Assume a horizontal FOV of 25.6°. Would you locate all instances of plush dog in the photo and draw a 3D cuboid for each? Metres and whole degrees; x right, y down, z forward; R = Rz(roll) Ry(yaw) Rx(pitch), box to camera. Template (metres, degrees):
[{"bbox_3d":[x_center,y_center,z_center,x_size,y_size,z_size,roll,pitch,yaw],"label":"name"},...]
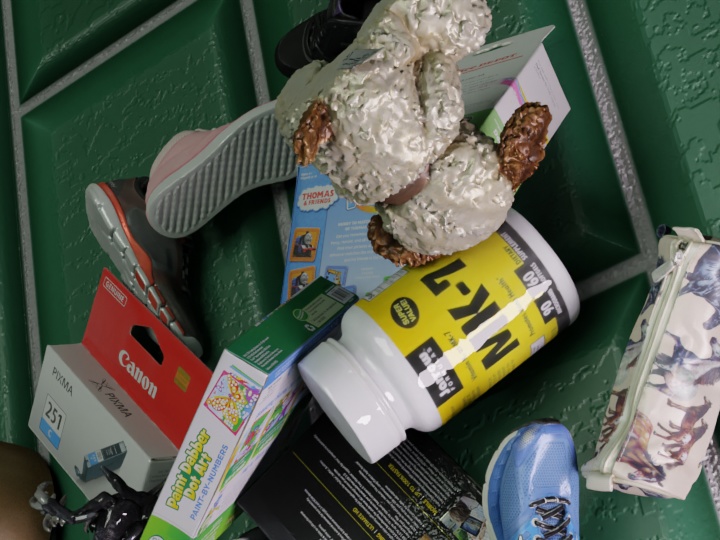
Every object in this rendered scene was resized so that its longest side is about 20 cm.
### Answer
[{"bbox_3d":[0.037,-0.084,1.128,0.200,0.172,0.161,-37,21,37],"label":"plush dog"}]

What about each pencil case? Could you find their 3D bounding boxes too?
[{"bbox_3d":[0.221,0.070,1.131,0.078,0.089,0.201,12,82,56],"label":"pencil case"}]

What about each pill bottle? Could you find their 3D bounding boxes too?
[{"bbox_3d":[0.058,0.049,1.206,0.200,0.114,0.114,-37,50,-10],"label":"pill bottle"}]

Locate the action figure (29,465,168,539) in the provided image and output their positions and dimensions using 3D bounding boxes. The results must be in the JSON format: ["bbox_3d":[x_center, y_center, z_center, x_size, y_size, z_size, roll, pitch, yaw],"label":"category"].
[{"bbox_3d":[-0.242,0.236,1.363,0.200,0.119,0.102,-35,27,-14],"label":"action figure"}]

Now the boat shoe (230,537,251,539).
[{"bbox_3d":[-0.147,0.284,1.336,0.200,0.072,0.066,-38,66,39],"label":"boat shoe"}]

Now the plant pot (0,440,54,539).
[{"bbox_3d":[-0.424,0.222,1.494,0.186,0.200,0.187,-21,54,31],"label":"plant pot"}]

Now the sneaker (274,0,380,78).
[{"bbox_3d":[-0.011,-0.227,1.428,0.199,0.087,0.076,-12,66,35],"label":"sneaker"}]

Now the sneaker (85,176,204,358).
[{"bbox_3d":[-0.184,-0.010,1.492,0.201,0.082,0.077,60,155,14],"label":"sneaker"}]

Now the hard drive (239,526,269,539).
[{"bbox_3d":[-0.025,0.284,1.281,0.139,0.033,0.201,-29,58,27],"label":"hard drive"}]

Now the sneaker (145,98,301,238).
[{"bbox_3d":[-0.115,-0.115,1.476,0.200,0.075,0.105,-31,28,6],"label":"sneaker"}]

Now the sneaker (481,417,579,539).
[{"bbox_3d":[0.137,0.205,1.122,0.089,0.078,0.201,-173,82,-64],"label":"sneaker"}]

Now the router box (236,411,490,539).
[{"bbox_3d":[0.019,0.198,1.232,0.149,0.051,0.200,-45,57,-3],"label":"router box"}]

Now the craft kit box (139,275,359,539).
[{"bbox_3d":[-0.087,0.120,1.258,0.048,0.200,0.198,27,112,11],"label":"craft kit box"}]

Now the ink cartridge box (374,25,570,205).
[{"bbox_3d":[0.093,-0.118,1.281,0.117,0.068,0.200,-13,25,34],"label":"ink cartridge box"}]

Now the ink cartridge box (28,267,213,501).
[{"bbox_3d":[-0.226,0.121,1.460,0.200,0.045,0.177,39,119,40],"label":"ink cartridge box"}]

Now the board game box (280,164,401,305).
[{"bbox_3d":[0.000,0.000,1.367,0.151,0.037,0.201,-5,72,37],"label":"board game box"}]
